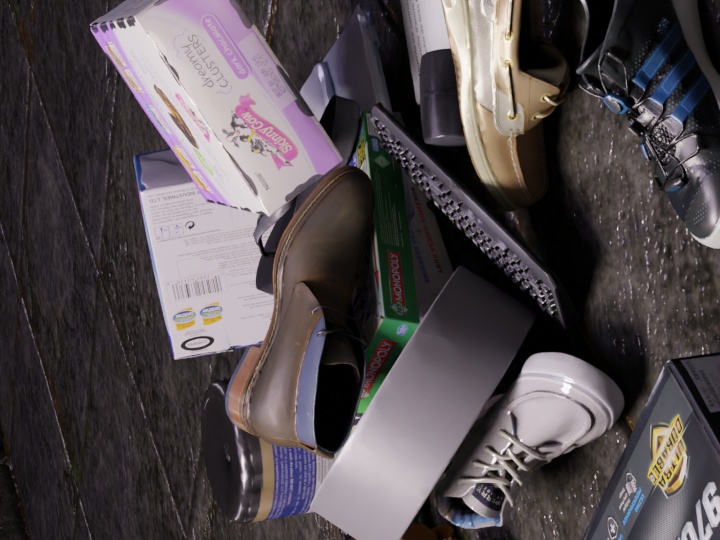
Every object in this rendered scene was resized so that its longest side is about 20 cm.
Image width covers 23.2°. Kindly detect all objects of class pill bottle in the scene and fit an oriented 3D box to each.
[{"bbox_3d":[-0.015,0.127,1.364,0.112,0.199,0.112,173,90,-69],"label":"pill bottle"}]

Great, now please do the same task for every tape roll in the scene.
[{"bbox_3d":[0.044,0.097,1.218,0.066,0.201,0.200,32,146,4],"label":"tape roll"}]

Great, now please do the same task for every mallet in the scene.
[{"bbox_3d":[0.060,-0.094,1.265,0.200,0.041,0.066,91,177,-73],"label":"mallet"}]

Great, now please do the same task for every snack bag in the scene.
[{"bbox_3d":[-0.012,-0.089,1.421,0.200,0.021,0.190,135,127,-63],"label":"snack bag"}]

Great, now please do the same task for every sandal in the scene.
[{"bbox_3d":[-0.051,-0.063,1.376,0.076,0.043,0.201,-89,18,-45],"label":"sandal"}]

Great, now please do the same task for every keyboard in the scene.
[{"bbox_3d":[0.079,-0.030,1.217,0.200,0.021,0.127,48,178,29],"label":"keyboard"}]

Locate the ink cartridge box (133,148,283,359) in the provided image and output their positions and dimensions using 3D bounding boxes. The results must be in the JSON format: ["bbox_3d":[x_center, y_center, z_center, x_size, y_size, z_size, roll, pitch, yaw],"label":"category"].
[{"bbox_3d":[-0.109,-0.008,1.501,0.076,0.136,0.201,-106,7,-60],"label":"ink cartridge box"}]

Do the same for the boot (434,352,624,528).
[{"bbox_3d":[0.107,0.123,1.166,0.096,0.073,0.200,-58,0,-21],"label":"boot"}]

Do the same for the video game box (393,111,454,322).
[{"bbox_3d":[0.013,-0.001,1.469,0.200,0.047,0.183,117,139,-55],"label":"video game box"}]

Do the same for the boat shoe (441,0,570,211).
[{"bbox_3d":[0.102,-0.128,1.149,0.074,0.066,0.201,-62,-37,-50],"label":"boat shoe"}]

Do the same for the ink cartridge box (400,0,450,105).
[{"bbox_3d":[0.057,-0.228,1.292,0.200,0.043,0.197,158,104,-67],"label":"ink cartridge box"}]

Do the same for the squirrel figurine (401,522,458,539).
[{"bbox_3d":[0.057,0.275,1.363,0.200,0.141,0.188,-43,45,48],"label":"squirrel figurine"}]

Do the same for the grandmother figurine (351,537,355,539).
[{"bbox_3d":[0.004,0.240,1.553,0.121,0.060,0.201,6,104,60],"label":"grandmother figurine"}]

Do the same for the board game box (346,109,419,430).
[{"bbox_3d":[0.000,0.000,1.295,0.135,0.029,0.201,118,155,-44],"label":"board game box"}]

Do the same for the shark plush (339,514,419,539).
[{"bbox_3d":[0.001,0.193,1.470,0.091,0.083,0.201,-3,117,47],"label":"shark plush"}]

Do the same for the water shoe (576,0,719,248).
[{"bbox_3d":[0.160,-0.102,1.000,0.072,0.079,0.201,126,133,-61],"label":"water shoe"}]

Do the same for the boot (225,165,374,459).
[{"bbox_3d":[-0.016,0.032,1.202,0.097,0.075,0.201,25,96,49],"label":"boot"}]

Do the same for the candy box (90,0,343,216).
[{"bbox_3d":[-0.111,-0.132,1.295,0.168,0.071,0.200,57,168,-15],"label":"candy box"}]

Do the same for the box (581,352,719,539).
[{"bbox_3d":[0.200,0.171,1.024,0.201,0.046,0.159,106,150,-45],"label":"box"}]
